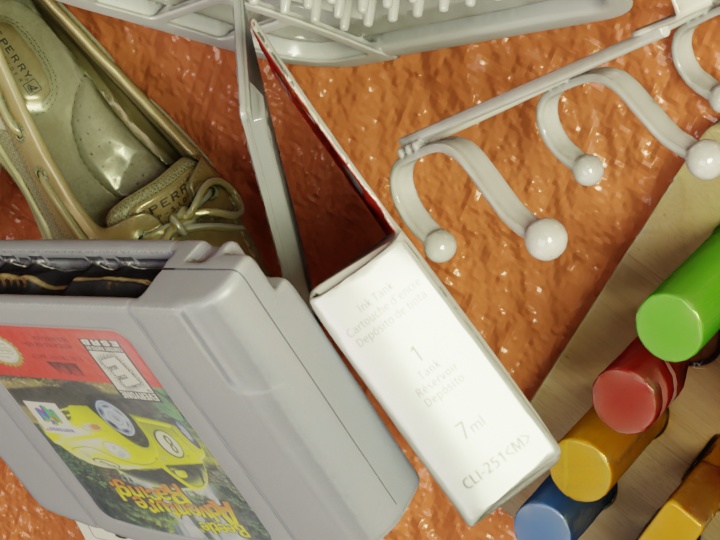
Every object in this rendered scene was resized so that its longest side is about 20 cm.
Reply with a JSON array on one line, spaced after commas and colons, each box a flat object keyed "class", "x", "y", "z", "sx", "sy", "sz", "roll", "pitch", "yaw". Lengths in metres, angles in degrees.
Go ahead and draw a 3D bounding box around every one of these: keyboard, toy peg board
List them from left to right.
[{"class": "keyboard", "x": -0.029, "y": -0.018, "z": 0.809, "sx": 0.011, "sy": 0.057, "sz": 0.201, "roll": -12, "pitch": 144, "yaw": -1}, {"class": "toy peg board", "x": 0.149, "y": 0.088, "z": 0.775, "sx": 0.200, "sy": 0.098, "sz": 0.200, "roll": 38, "pitch": 124, "yaw": 12}]

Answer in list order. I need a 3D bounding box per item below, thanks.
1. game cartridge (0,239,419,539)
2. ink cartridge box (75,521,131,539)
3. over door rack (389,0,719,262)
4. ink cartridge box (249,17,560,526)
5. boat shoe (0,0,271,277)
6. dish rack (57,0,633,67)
[{"class": "game cartridge", "x": -0.078, "y": 0.047, "z": 0.755, "sx": 0.199, "sy": 0.041, "sz": 0.133, "roll": 0, "pitch": 137, "yaw": 45}, {"class": "ink cartridge box", "x": -0.065, "y": 0.105, "z": 0.897, "sx": 0.108, "sy": 0.051, "sz": 0.201, "roll": 7, "pitch": 135, "yaw": 29}, {"class": "over door rack", "x": 0.107, "y": -0.068, "z": 0.659, "sx": 0.067, "sy": 0.147, "sz": 0.200, "roll": 59, "pitch": 153, "yaw": 7}, {"class": "ink cartridge box", "x": 0.000, "y": 0.000, "z": 0.772, "sx": 0.043, "sy": 0.200, "sz": 0.174, "roll": -37, "pitch": 91, "yaw": 0}, {"class": "boat shoe", "x": -0.103, "y": -0.044, "z": 0.878, "sx": 0.201, "sy": 0.073, "sz": 0.063, "roll": 52, "pitch": 154, "yaw": 9}, {"class": "dish rack", "x": -0.020, "y": -0.117, "z": 0.742, "sx": 0.199, "sy": 0.171, "sz": 0.044, "roll": -2, "pitch": 79, "yaw": 51}]
